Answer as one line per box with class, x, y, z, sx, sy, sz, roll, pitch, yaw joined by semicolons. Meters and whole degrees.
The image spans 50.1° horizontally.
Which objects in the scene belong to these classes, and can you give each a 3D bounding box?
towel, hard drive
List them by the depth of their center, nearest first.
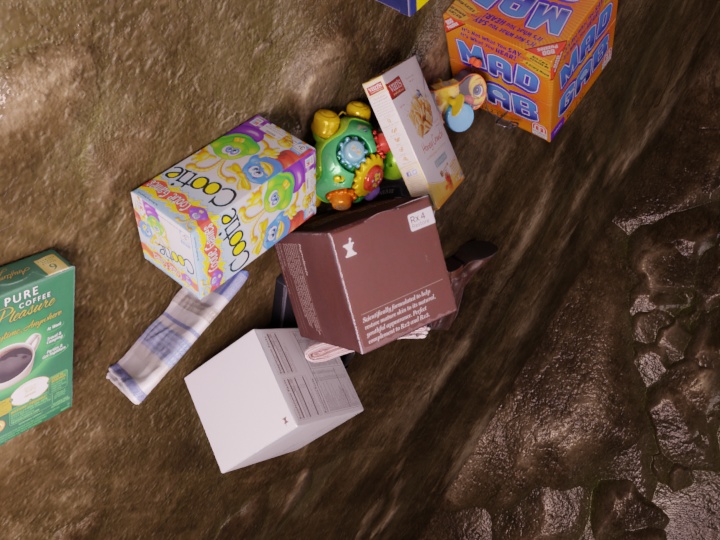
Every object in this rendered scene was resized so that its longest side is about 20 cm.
towel;-0.226;0.069;0.940;0.024;0.146;0.201;46;74;-23
towel;0.025;0.078;1.176;0.200;0.187;0.033;-50;125;-71
hard drive;-0.069;0.025;1.263;0.199;0.042;0.137;-33;145;-43

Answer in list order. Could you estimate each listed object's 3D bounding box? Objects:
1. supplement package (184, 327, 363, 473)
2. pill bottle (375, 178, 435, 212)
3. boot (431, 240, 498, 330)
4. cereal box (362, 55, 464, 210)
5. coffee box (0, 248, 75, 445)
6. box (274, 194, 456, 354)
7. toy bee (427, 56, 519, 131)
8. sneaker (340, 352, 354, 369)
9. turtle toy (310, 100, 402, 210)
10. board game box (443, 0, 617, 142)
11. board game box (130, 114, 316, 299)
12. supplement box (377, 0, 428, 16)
supplement package;-0.126;0.187;1.159;0.151;0.153;0.199;-34;163;22
pill bottle;0.068;-0.080;1.277;0.106;0.104;0.204;51;48;-64
boot;0.238;0.041;1.817;0.184;0.064;0.203;-24;137;-30
cereal box;0.082;-0.199;1.118;0.203;0.039;0.144;65;31;-15
coffee box;-0.359;0.086;0.799;0.122;0.044;0.203;-30;143;-46
box;0.000;0.000;1.081;0.164;0.199;0.167;-21;102;-26
toy bee;0.154;-0.284;1.234;0.197;0.130;0.111;-16;120;-32
sneaker;-0.034;0.113;1.349;0.198;0.113;0.077;-28;145;-50
turtle toy;-0.001;-0.158;1.111;0.199;0.100;0.148;-28;142;-47
board game box;0.279;-0.380;1.256;0.201;0.198;0.201;-51;154;-14
board game box;-0.155;-0.080;0.914;0.200;0.104;0.104;-41;150;-34
supplement box;0.076;-0.426;0.941;0.200;0.108;0.110;-46;152;-23
